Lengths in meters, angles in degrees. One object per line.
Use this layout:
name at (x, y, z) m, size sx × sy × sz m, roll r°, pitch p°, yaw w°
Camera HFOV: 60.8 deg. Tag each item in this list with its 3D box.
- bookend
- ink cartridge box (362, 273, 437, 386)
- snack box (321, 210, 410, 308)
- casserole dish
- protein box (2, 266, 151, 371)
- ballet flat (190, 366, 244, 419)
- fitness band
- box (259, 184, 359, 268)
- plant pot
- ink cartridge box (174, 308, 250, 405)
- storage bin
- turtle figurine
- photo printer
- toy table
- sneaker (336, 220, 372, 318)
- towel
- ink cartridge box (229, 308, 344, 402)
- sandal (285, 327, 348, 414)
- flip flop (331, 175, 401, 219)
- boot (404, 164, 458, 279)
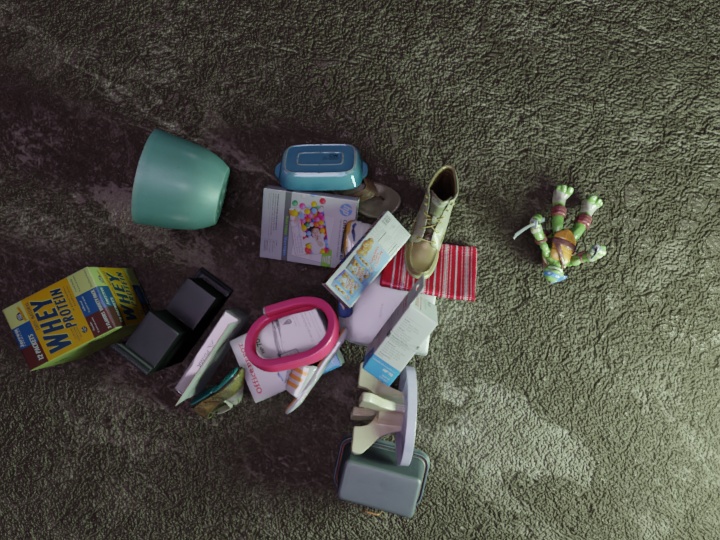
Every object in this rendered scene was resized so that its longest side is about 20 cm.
bookend at (-0.382, 0.098, 1.270) m, size 0.092 × 0.200 × 0.199 m, roll 36°, pitch 92°, yaw 4°
ink cartridge box at (0.090, 0.114, 1.198) m, size 0.067 × 0.116 × 0.200 m, roll 35°, pitch 105°, yaw -3°
snack box at (0.014, -0.023, 1.208) m, size 0.072 × 0.024 × 0.200 m, roll 46°, pitch 71°, yaw -16°
casserole dish at (-0.084, -0.224, 1.297) m, size 0.200 × 0.039 × 0.121 m, roll 0°, pitch 53°, yaw 1°
protein box at (-0.577, 0.095, 1.283) m, size 0.198 × 0.200 × 0.135 m, roll -26°, pitch 88°, yaw 3°
ballet flat at (-0.287, 0.263, 1.295) m, size 0.200 × 0.071 × 0.071 m, roll -36°, pitch 86°, yaw 37°
fitness band at (-0.138, 0.126, 1.220) m, size 0.200 × 0.037 × 0.144 m, roll -16°, pitch 53°, yaw 12°
box at (-0.110, -0.091, 1.309) m, size 0.200 × 0.041 × 0.156 m, roll 9°, pitch 111°, yaw 3°
plant pot at (-0.366, -0.175, 1.282) m, size 0.161 × 0.201 × 0.201 m, roll 14°, pitch 90°, yaw -9°
ink cartridge box at (-0.318, 0.175, 1.276) m, size 0.044 × 0.174 × 0.200 m, roll 34°, pitch 91°, yaw 4°
storage bin at (0.037, 0.439, 1.267) m, size 0.200 × 0.134 × 0.146 m, roll 14°, pitch 90°, yaw 5°
turtle figurine at (0.420, -0.083, 1.230) m, size 0.144 × 0.200 × 0.194 m, roll 7°, pitch 64°, yaw 35°
photo printer at (0.055, 0.084, 1.303) m, size 0.200 × 0.069 × 0.167 m, roll 10°, pitch 89°, yaw 4°
toy table at (0.047, 0.288, 1.254) m, size 0.117 × 0.184 × 0.200 m, roll 8°, pitch 54°, yaw -5°
sneaker at (0.000, 0.000, 1.244) m, size 0.088 × 0.075 × 0.200 m, roll 9°, pitch 87°, yaw -9°
towel at (0.144, -0.009, 1.282) m, size 0.200 × 0.023 × 0.145 m, roll 9°, pitch 51°, yaw 4°
ink cartridge box at (-0.155, 0.173, 1.310) m, size 0.200 × 0.086 × 0.147 m, roll -25°, pitch 87°, yaw 2°
sandal at (-0.100, 0.190, 1.231) m, size 0.059 × 0.079 × 0.207 m, roll 34°, pitch 84°, yaw 3°
flip flop at (-0.006, -0.177, 1.317) m, size 0.200 × 0.058 × 0.081 m, roll 32°, pitch 87°, yaw 7°
boot at (0.143, -0.096, 1.228) m, size 0.072 × 0.155 × 0.200 m, roll 16°, pitch 65°, yaw 1°
